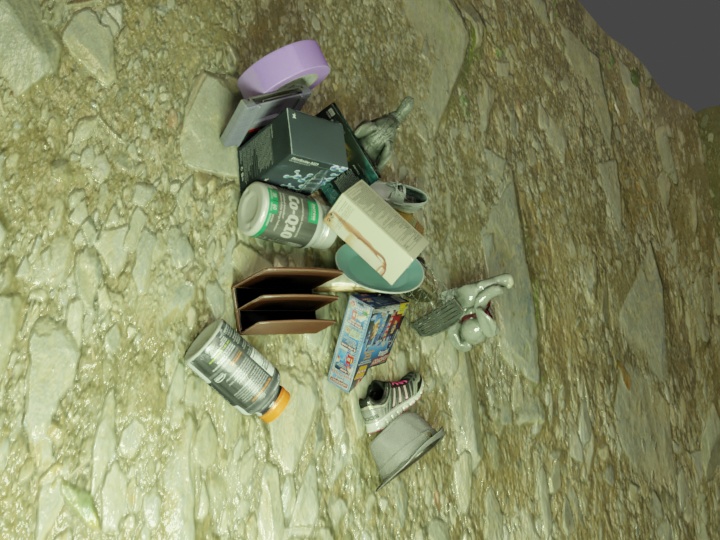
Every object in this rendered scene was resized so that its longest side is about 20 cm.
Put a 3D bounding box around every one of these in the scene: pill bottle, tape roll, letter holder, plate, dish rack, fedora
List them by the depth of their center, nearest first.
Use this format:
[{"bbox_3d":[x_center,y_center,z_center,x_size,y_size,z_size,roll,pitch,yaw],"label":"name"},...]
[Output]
[{"bbox_3d":[-0.220,0.193,1.405,0.200,0.106,0.107,46,47,-17],"label":"pill bottle"},{"bbox_3d":[-0.133,0.060,1.520,0.198,0.141,0.102,3,69,-42],"label":"letter holder"},{"bbox_3d":[0.083,0.361,1.580,0.199,0.177,0.091,-23,67,-44],"label":"fedora"},{"bbox_3d":[-0.149,-0.110,1.602,0.198,0.113,0.115,12,63,-38],"label":"pill bottle"},{"bbox_3d":[0.040,-0.003,1.641,0.197,0.026,0.201,10,34,-7],"label":"plate"},{"bbox_3d":[-0.167,-0.422,1.665,0.199,0.199,0.066,-29,92,-45],"label":"tape roll"},{"bbox_3d":[0.137,0.072,1.764,0.200,0.153,0.055,49,30,-16],"label":"dish rack"}]

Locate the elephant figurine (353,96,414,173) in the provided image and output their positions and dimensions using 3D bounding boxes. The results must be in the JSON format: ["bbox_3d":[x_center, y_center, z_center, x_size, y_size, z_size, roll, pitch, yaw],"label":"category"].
[{"bbox_3d":[0.030,-0.307,1.789,0.140,0.199,0.158,7,64,-32],"label":"elephant figurine"}]

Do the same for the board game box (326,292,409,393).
[{"bbox_3d":[0.009,0.151,1.616,0.061,0.202,0.199,27,12,23],"label":"board game box"}]

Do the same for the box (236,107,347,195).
[{"bbox_3d":[-0.145,-0.234,1.601,0.147,0.199,0.109,8,65,-39],"label":"box"}]

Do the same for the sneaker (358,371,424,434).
[{"bbox_3d":[0.065,0.265,1.658,0.199,0.073,0.088,-36,103,-40],"label":"sneaker"}]

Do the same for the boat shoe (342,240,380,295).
[{"bbox_3d":[0.000,0.000,1.724,0.059,0.072,0.203,-2,75,-28],"label":"boat shoe"}]

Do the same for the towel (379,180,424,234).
[{"bbox_3d":[0.071,-0.120,1.878,0.200,0.022,0.148,45,47,-20],"label":"towel"}]

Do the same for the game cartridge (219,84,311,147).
[{"bbox_3d":[-0.203,-0.331,1.644,0.038,0.130,0.199,48,43,13],"label":"game cartridge"}]

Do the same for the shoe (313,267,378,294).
[{"bbox_3d":[-0.004,0.022,1.650,0.196,0.070,0.054,1,86,-7],"label":"shoe"}]

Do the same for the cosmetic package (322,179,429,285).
[{"bbox_3d":[0.033,-0.081,1.588,0.200,0.087,0.103,43,35,5],"label":"cosmetic package"}]

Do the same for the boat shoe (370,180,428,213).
[{"bbox_3d":[0.085,-0.189,1.854,0.199,0.071,0.071,9,65,-42],"label":"boat shoe"}]

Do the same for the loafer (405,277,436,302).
[{"bbox_3d":[0.111,0.006,1.816,0.199,0.076,0.068,36,57,-25],"label":"loafer"}]

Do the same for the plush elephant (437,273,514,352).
[{"bbox_3d":[0.289,0.110,1.877,0.198,0.164,0.157,-12,82,-37],"label":"plush elephant"}]

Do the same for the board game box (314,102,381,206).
[{"bbox_3d":[-0.060,-0.260,1.741,0.202,0.134,0.028,57,19,-6],"label":"board game box"}]
